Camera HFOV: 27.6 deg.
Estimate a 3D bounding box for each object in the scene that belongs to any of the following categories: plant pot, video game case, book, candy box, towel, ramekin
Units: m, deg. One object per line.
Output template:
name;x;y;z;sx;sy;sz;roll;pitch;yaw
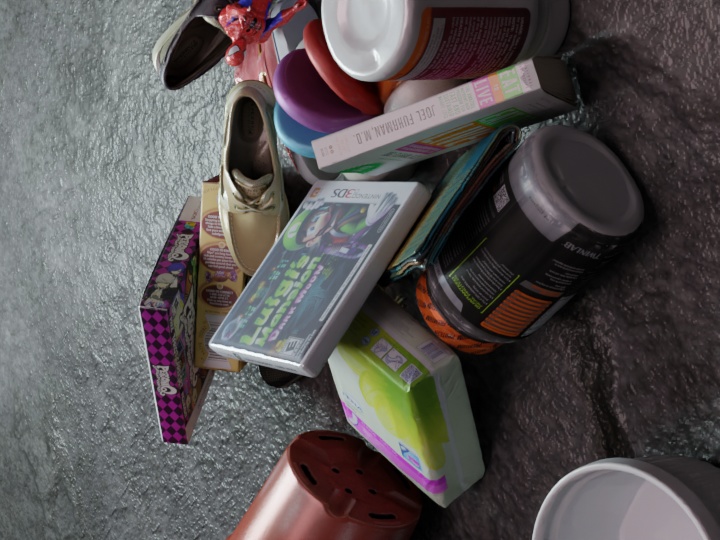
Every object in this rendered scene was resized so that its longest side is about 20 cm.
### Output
plant pot;-0.042;0.281;1.481;0.201;0.200;0.196;45;119;35
video game case;-0.041;0.001;1.348;0.182;0.023;0.200;6;60;58
video game case;-0.186;0.054;1.577;0.036;0.182;0.201;5;131;9
book;0.073;-0.130;1.247;0.199;0.134;0.048;-18;86;21
candy box;-0.134;-0.003;1.576;0.056;0.117;0.201;4;103;10
towel;0.072;-0.053;1.279;0.022;0.147;0.200;36;169;-4
ramekin;0.246;0.244;1.192;0.200;0.105;0.201;12;106;48

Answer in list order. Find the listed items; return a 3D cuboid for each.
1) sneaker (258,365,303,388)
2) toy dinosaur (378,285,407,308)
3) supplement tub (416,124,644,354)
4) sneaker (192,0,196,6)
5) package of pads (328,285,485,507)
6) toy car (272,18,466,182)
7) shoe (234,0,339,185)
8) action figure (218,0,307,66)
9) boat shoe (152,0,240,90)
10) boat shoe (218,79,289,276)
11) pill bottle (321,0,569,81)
sneaker;-0.086;0.059;1.541;0.076;0.114;0.200;60;140;23
toy dinosaur;0.000;0.000;1.427;0.200;0.101;0.058;-54;36;15
supplement tub;0.138;-0.020;1.258;0.200;0.122;0.123;-48;61;42
sneaker;-0.127;-0.356;1.551;0.200;0.070;0.076;-54;35;28
package of pads;0.036;0.110;1.379;0.154;0.068;0.200;40;157;37
toy car;-0.009;-0.178;1.380;0.200;0.150;0.175;-49;61;42
shoe;-0.073;-0.174;1.522;0.091;0.071;0.201;-26;72;50
action figure;-0.081;-0.293;1.448;0.099;0.065;0.201;23;91;61
boat shoe;-0.143;-0.265;1.529;0.200;0.072;0.065;-44;35;19
boat shoe;-0.109;-0.086;1.460;0.065;0.072;0.201;-83;-6;-74
pill bottle;0.076;-0.218;1.237;0.114;0.199;0.115;10;103;48
